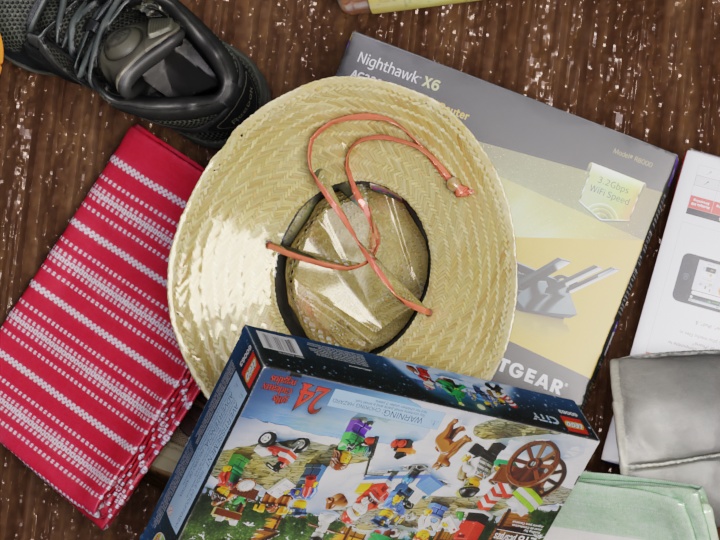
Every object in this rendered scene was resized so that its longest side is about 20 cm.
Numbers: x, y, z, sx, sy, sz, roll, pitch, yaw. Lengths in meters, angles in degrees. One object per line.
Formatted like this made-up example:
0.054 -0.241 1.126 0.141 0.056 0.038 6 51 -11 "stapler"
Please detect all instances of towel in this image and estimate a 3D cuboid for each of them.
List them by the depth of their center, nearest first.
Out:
0.132 0.206 1.250 0.152 0.023 0.202 1 103 43 "towel"
-0.136 0.027 1.340 0.144 0.022 0.201 34 91 34 "towel"

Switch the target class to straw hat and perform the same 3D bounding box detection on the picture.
0.000 0.000 1.268 0.199 0.085 0.203 0 91 11 "straw hat"

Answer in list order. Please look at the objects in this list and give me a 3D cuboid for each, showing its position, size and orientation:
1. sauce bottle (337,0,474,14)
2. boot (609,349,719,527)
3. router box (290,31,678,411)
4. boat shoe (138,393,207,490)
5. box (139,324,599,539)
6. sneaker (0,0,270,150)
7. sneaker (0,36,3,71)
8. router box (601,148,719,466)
0.083 -0.186 1.344 0.198 0.066 0.067 -4 83 6 "sauce bottle"
0.237 0.117 1.237 0.198 0.073 0.183 -9 69 -1 "boot"
0.060 -0.025 1.333 0.199 0.052 0.158 21 87 9 "router box"
-0.032 0.113 1.320 0.199 0.072 0.072 18 71 23 "boat shoe"
0.005 0.112 1.198 0.199 0.038 0.137 14 116 -28 "box"
-0.149 -0.137 1.343 0.199 0.114 0.077 29 86 11 "sneaker"
-0.280 -0.080 1.382 0.092 0.075 0.201 43 106 44 "sneaker"
0.250 0.047 1.304 0.199 0.049 0.181 17 86 9 "router box"
